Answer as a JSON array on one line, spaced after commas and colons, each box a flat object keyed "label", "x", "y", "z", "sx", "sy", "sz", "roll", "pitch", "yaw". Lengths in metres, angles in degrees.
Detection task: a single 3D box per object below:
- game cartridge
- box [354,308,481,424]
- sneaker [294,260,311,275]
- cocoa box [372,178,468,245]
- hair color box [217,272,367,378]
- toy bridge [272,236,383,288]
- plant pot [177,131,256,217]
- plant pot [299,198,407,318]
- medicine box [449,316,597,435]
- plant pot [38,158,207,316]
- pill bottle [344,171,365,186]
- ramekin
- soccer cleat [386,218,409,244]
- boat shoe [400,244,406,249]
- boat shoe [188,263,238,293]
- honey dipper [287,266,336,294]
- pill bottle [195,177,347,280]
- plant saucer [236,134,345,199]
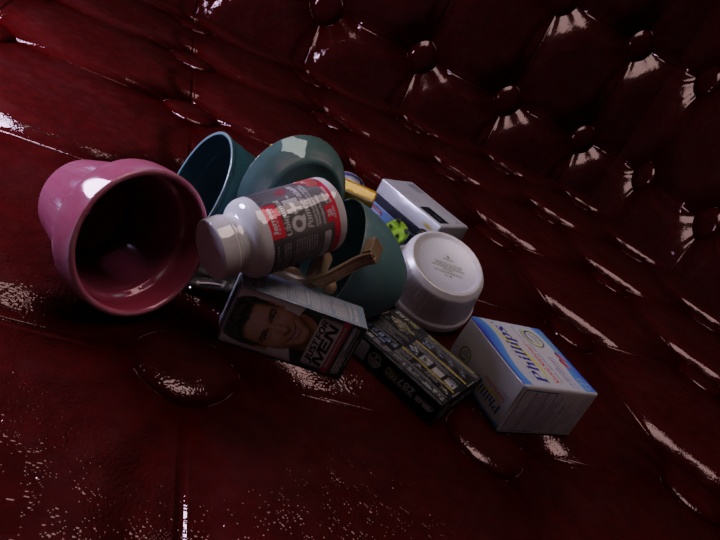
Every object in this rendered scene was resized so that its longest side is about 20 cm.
[{"label": "game cartridge", "x": -0.082, "y": -0.131, "z": 1.190, "sx": 0.197, "sy": 0.177, "sz": 0.033, "roll": 26, "pitch": 65, "yaw": -4}, {"label": "box", "x": 0.087, "y": 0.150, "z": 1.120, "sx": 0.199, "sy": 0.050, "sz": 0.160, "roll": 39, "pitch": 27, "yaw": 22}, {"label": "sneaker", "x": -0.133, "y": -0.062, "z": 1.265, "sx": 0.102, "sy": 0.061, "sz": 0.202, "roll": 17, "pitch": 38, "yaw": -6}, {"label": "cocoa box", "x": 0.122, "y": -0.102, "z": 1.564, "sx": 0.200, "sy": 0.133, "sz": 0.132, "roll": 43, "pitch": 26, "yaw": 29}, {"label": "hair color box", "x": -0.099, "y": 0.077, "z": 0.986, "sx": 0.197, "sy": 0.100, "sz": 0.061, "roll": 21, "pitch": 25, "yaw": -19}, {"label": "toy bridge", "x": -0.063, "y": -0.004, "z": 1.009, "sx": 0.027, "sy": 0.197, "sz": 0.068, "roll": 58, "pitch": 36, "yaw": -34}, {"label": "plant pot", "x": -0.199, "y": -0.095, "z": 1.120, "sx": 0.186, "sy": 0.201, "sz": 0.201, "roll": 27, "pitch": 19, "yaw": -38}, {"label": "plant pot", "x": 0.000, "y": 0.000, "z": 1.127, "sx": 0.133, "sy": 0.201, "sz": 0.201, "roll": 25, "pitch": 22, "yaw": -29}, {"label": "medicine box", "x": 0.285, "y": 0.189, "z": 1.202, "sx": 0.197, "sy": 0.104, "sz": 0.183, "roll": 13, "pitch": 28, "yaw": -35}, {"label": "plant pot", "x": -0.336, "y": -0.064, "z": 0.907, "sx": 0.177, "sy": 0.204, "sz": 0.198, "roll": 27, "pitch": 18, "yaw": 37}, {"label": "pill bottle", "x": -0.036, "y": -0.138, "z": 1.373, "sx": 0.109, "sy": 0.112, "sz": 0.200, "roll": 26, "pitch": 12, "yaw": -7}, {"label": "ramekin", "x": 0.154, "y": 0.013, "z": 1.334, "sx": 0.198, "sy": 0.095, "sz": 0.205, "roll": 14, "pitch": 47, "yaw": -16}, {"label": "soccer cleat", "x": 0.014, "y": -0.046, "z": 1.335, "sx": 0.198, "sy": 0.081, "sz": 0.068, "roll": -21, "pitch": 72, "yaw": -35}, {"label": "boat shoe", "x": 0.148, "y": 0.016, "z": 1.430, "sx": 0.198, "sy": 0.074, "sz": 0.067, "roll": 34, "pitch": 23, "yaw": 9}, {"label": "boat shoe", "x": -0.185, "y": 0.031, "z": 1.055, "sx": 0.197, "sy": 0.058, "sz": 0.067, "roll": 24, "pitch": -13, "yaw": -21}, {"label": "honey dipper", "x": -0.087, "y": 0.017, "z": 1.084, "sx": 0.037, "sy": 0.039, "sz": 0.199, "roll": 14, "pitch": -3, "yaw": -30}, {"label": "pill bottle", "x": -0.123, "y": -0.055, "z": 0.932, "sx": 0.198, "sy": 0.112, "sz": 0.111, "roll": -22, "pitch": 51, "yaw": -37}, {"label": "plant saucer", "x": -0.097, "y": -0.106, "z": 1.042, "sx": 0.197, "sy": 0.203, "sz": 0.036, "roll": 6, "pitch": 23, "yaw": -43}]
